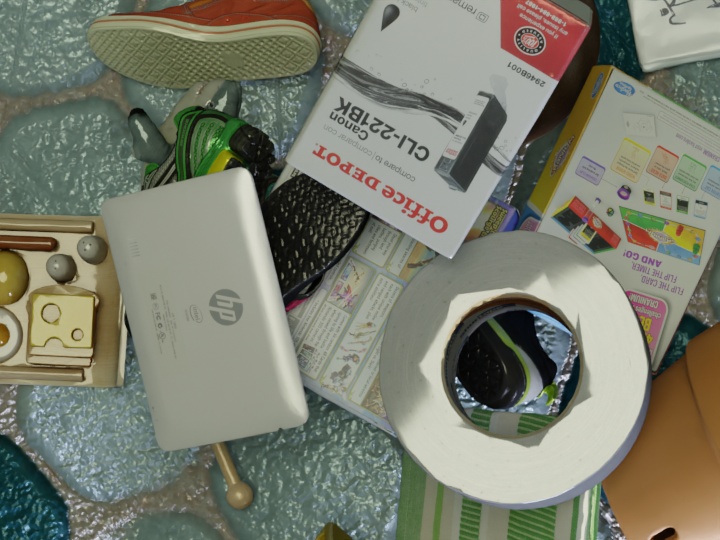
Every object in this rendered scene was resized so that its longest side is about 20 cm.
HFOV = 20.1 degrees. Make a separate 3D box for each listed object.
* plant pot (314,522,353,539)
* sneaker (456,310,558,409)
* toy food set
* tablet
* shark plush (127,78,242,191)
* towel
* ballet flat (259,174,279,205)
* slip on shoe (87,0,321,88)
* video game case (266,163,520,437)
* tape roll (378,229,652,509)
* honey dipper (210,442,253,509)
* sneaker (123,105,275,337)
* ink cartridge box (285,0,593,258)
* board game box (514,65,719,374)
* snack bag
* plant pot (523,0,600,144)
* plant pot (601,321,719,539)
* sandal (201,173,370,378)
[{"bbox_3d":[0.001,0.345,1.558,0.199,0.196,0.195,36,94,-6],"label":"plant pot"},{"bbox_3d":[0.094,0.030,1.652,0.072,0.082,0.201,-48,62,41],"label":"sneaker"},{"bbox_3d":[-0.286,0.021,1.676,0.198,0.060,0.145,2,84,5],"label":"toy food set"},{"bbox_3d":[-0.119,0.031,1.551,0.129,0.014,0.201,-12,94,19],"label":"tablet"},{"bbox_3d":[-0.139,-0.054,1.642,0.083,0.091,0.202,2,79,22],"label":"shark plush"},{"bbox_3d":[0.106,0.186,1.589,0.199,0.023,0.154,0,82,46],"label":"towel"},{"bbox_3d":[-0.084,0.022,1.668,0.063,0.067,0.202,-7,82,31],"label":"ballet flat"},{"bbox_3d":[-0.128,-0.196,1.689,0.198,0.074,0.061,-2,49,10],"label":"slip on shoe"},{"bbox_3d":[0.000,0.000,1.596,0.181,0.045,0.201,29,87,14],"label":"video game case"},{"bbox_3d":[0.115,0.074,1.507,0.199,0.066,0.202,-2,81,10],"label":"tape roll"},{"bbox_3d":[-0.133,0.101,1.668,0.038,0.038,0.201,-25,84,2],"label":"honey dipper"},{"bbox_3d":[-0.139,-0.036,1.605,0.085,0.078,0.201,34,107,28],"label":"sneaker"},{"bbox_3d":[0.056,-0.132,1.466,0.144,0.084,0.201,30,108,-2],"label":"ink cartridge box"},{"bbox_3d":[0.210,-0.040,1.624,0.152,0.040,0.201,28,87,-18],"label":"board game box"},{"bbox_3d":[0.300,-0.270,1.678,0.187,0.021,0.202,-8,84,3],"label":"snack bag"},{"bbox_3d":[0.100,-0.202,1.598,0.185,0.200,0.188,0,85,4],"label":"plant pot"},{"bbox_3d":[0.270,0.153,1.564,0.139,0.200,0.201,-27,83,17],"label":"plant pot"},{"bbox_3d":[-0.065,0.001,1.568,0.075,0.045,0.200,46,105,19],"label":"sandal"}]
